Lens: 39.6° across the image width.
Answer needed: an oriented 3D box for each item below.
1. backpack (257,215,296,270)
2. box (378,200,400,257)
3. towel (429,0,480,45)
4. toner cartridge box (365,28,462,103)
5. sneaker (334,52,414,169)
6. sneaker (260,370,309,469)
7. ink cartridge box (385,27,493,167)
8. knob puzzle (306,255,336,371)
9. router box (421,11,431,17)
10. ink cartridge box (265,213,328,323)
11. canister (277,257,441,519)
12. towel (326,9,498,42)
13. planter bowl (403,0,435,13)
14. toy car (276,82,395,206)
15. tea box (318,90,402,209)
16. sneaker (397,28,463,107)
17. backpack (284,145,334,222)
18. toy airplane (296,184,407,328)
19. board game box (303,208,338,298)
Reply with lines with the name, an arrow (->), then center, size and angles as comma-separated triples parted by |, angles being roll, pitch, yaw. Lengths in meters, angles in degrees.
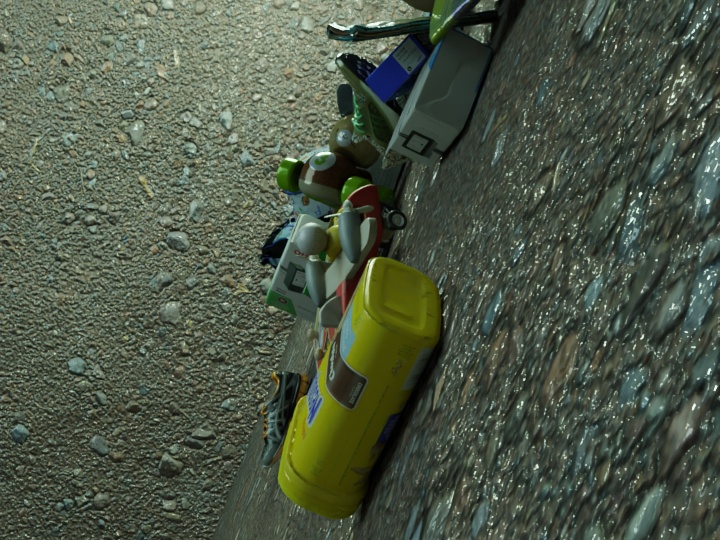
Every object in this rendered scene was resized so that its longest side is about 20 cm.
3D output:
backpack -> -0.104, -0.036, 2.151 | 0.135, 0.182, 0.199 | -52, 12, -24
box -> 0.000, 0.000, 1.597 | 0.200, 0.044, 0.163 | 122, 167, -67
towel -> 0.155, -0.357, 1.154 | 0.199, 0.023, 0.145 | -36, 29, 41
toner cartridge box -> 0.084, -0.296, 1.412 | 0.095, 0.043, 0.200 | -41, -1, 29
sneaker -> 0.014, -0.216, 1.422 | 0.088, 0.201, 0.077 | -29, 28, 21
sneaker -> -0.165, 0.294, 1.986 | 0.078, 0.076, 0.203 | 128, 161, -68
ink cartridge box -> 0.096, -0.210, 1.280 | 0.200, 0.067, 0.118 | 133, 160, -77
knob puzzle -> -0.059, 0.103, 1.560 | 0.219, 0.030, 0.224 | -177, 90, -78
router box -> 0.140, -0.437, 1.765 | 0.201, 0.061, 0.152 | -81, 14, -67
ink cartridge box -> -0.092, 0.003, 1.979 | 0.201, 0.144, 0.085 | 117, 174, -47
canister -> 0.001, 0.105, 0.935 | 0.149, 0.085, 0.202 | -81, 14, -65
towel -> 0.064, -0.321, 1.302 | 0.147, 0.196, 0.022 | -138, 39, -69
planter bowl -> 0.133, -0.444, 1.304 | 0.134, 0.198, 0.203 | 19, 87, 59
toy car -> -0.019, -0.205, 1.649 | 0.157, 0.162, 0.204 | 12, -85, -60
tea box -> 0.007, -0.206, 1.852 | 0.197, 0.132, 0.203 | 170, 121, -85
sneaker -> 0.099, -0.303, 1.582 | 0.086, 0.077, 0.202 | -77, 10, -56
backpack -> -0.062, -0.174, 2.049 | 0.188, 0.156, 0.200 | -26, 10, 4
toy airplane -> -0.028, -0.012, 1.385 | 0.200, 0.139, 0.202 | -95, 30, -69
board game box -> -0.038, -0.011, 1.768 | 0.200, 0.040, 0.156 | 44, -114, -78
